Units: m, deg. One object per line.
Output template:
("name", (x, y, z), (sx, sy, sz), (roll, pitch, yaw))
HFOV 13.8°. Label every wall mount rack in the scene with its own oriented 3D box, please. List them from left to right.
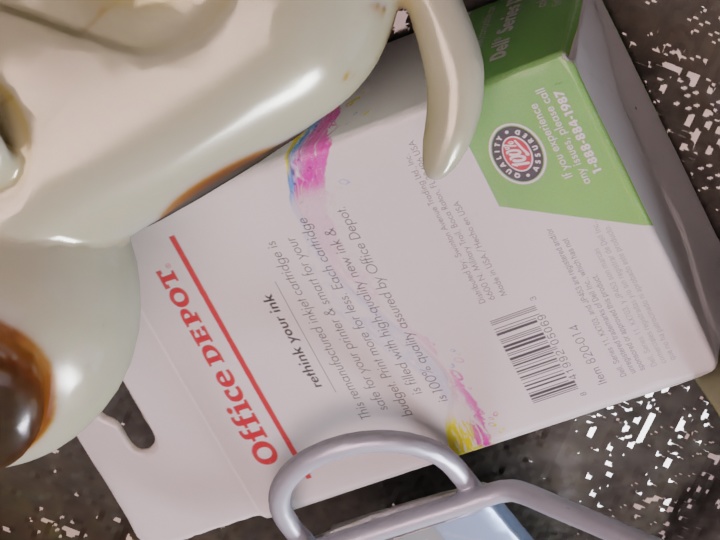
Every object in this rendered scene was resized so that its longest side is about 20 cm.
("wall mount rack", (0.058, 0.121, 0.938), (0.174, 0.075, 0.200), (-18, 141, 18))

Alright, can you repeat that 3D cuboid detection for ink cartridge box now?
("ink cartridge box", (0.000, 0.000, 0.922), (0.200, 0.067, 0.117), (-19, 115, 20))

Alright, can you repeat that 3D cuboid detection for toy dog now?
("toy dog", (-0.084, -0.041, 0.839), (0.194, 0.140, 0.200), (30, 97, -15))

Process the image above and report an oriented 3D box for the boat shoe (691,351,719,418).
("boat shoe", (0.182, 0.084, 0.931), (0.068, 0.075, 0.200), (-36, 124, 5))
